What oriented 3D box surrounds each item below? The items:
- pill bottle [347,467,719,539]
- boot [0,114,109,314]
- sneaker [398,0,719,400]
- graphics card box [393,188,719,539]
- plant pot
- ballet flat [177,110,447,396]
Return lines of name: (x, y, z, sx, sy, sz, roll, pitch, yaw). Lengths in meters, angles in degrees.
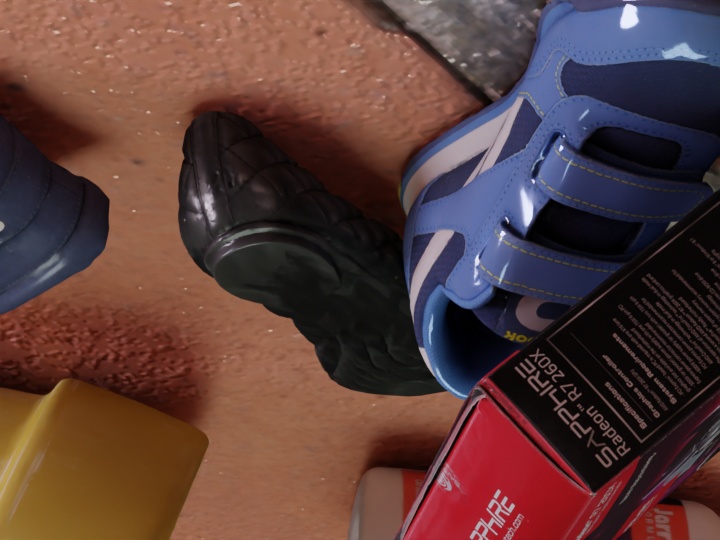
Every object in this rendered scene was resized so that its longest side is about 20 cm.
pill bottle: (0.093, 0.146, 1.207, 0.199, 0.112, 0.112, 6, 153, -4)
boot: (-0.183, -0.003, 0.998, 0.199, 0.073, 0.090, -18, 140, 37)
sneaker: (0.071, -0.024, 0.907, 0.074, 0.083, 0.200, 15, 151, -15)
graphics card box: (0.107, 0.019, 0.884, 0.051, 0.200, 0.126, 46, 154, 13)
plant pot: (-0.181, 0.121, 1.131, 0.188, 0.201, 0.201, 22, 152, -2)
ballet flat: (0.000, 0.000, 1.018, 0.066, 0.057, 0.200, -19, 153, 19)
